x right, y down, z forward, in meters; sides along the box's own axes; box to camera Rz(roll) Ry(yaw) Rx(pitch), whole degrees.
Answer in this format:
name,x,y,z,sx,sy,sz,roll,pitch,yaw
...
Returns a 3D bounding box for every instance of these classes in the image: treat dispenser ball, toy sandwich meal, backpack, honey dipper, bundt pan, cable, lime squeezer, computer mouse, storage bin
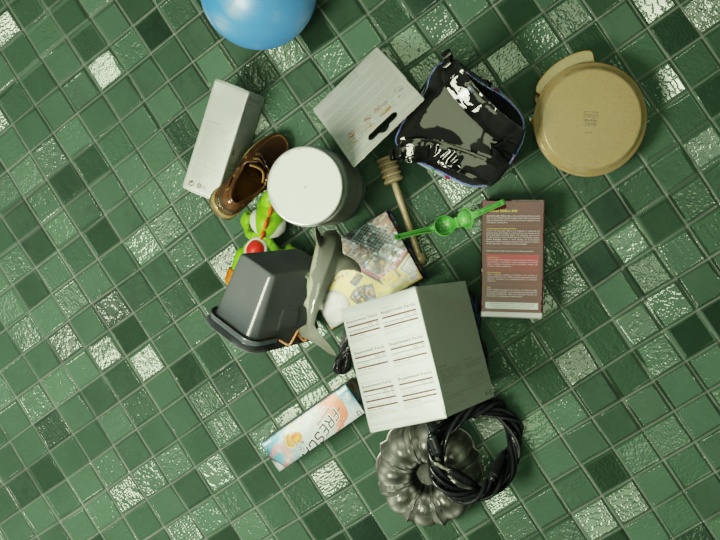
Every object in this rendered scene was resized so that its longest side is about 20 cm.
name,x,y,z,sx,sy,sz,roll,pitch,yaw
treat dispenser ball,-0.173,-0.478,1.368,0.199,0.201,0.203,1,94,10
toy sandwich meal,0.376,-0.256,1.353,0.203,0.070,0.207,1,97,7
backpack,0.175,-0.232,1.347,0.190,0.154,0.201,34,110,8
honey dipper,0.078,-0.106,1.433,0.038,0.038,0.202,-20,93,11
bundt pan,0.119,0.365,1.438,0.200,0.076,0.204,1,95,11
cable,0.205,0.307,1.383,0.198,0.051,0.165,-9,75,-26
lime squeezer,0.159,-0.088,1.380,0.199,0.071,0.038,-17,67,23
computer mouse,0.055,0.160,1.453,0.198,0.044,0.111,17,92,14
storage bin,-0.141,0.046,1.376,0.145,0.199,0.135,33,113,29

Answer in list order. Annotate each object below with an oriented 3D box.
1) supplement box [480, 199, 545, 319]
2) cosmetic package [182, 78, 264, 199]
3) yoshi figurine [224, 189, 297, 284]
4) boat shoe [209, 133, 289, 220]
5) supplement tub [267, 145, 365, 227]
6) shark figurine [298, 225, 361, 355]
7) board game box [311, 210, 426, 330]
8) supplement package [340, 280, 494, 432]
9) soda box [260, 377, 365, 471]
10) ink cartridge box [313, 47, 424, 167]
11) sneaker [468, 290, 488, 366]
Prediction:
name,x,y,z,sx,sy,sz,roll,pitch,yaw
supplement box,0.261,-0.021,1.390,0.108,0.061,0.202,2,95,11
cosmetic package,-0.243,-0.231,1.451,0.074,0.102,0.201,21,99,7
yoshi figurine,-0.174,-0.060,1.467,0.112,0.112,0.201,46,121,45
boat shoe,-0.182,-0.169,1.413,0.072,0.067,0.201,46,58,-18
supplement tub,-0.070,-0.141,1.373,0.131,0.200,0.133,1,94,10
shark figurine,-0.045,0.016,1.305,0.089,0.128,0.216,9,68,4
board game box,0.000,0.000,1.443,0.199,0.035,0.136,-29,88,18
supplement package,0.095,0.135,1.308,0.146,0.191,0.202,-17,83,31
soda box,-0.081,0.280,1.470,0.199,0.068,0.064,-37,87,10
ink cartridge box,0.020,-0.271,1.367,0.162,0.050,0.200,-42,47,11
sneaker,0.174,0.135,1.422,0.077,0.075,0.202,-3,94,34
